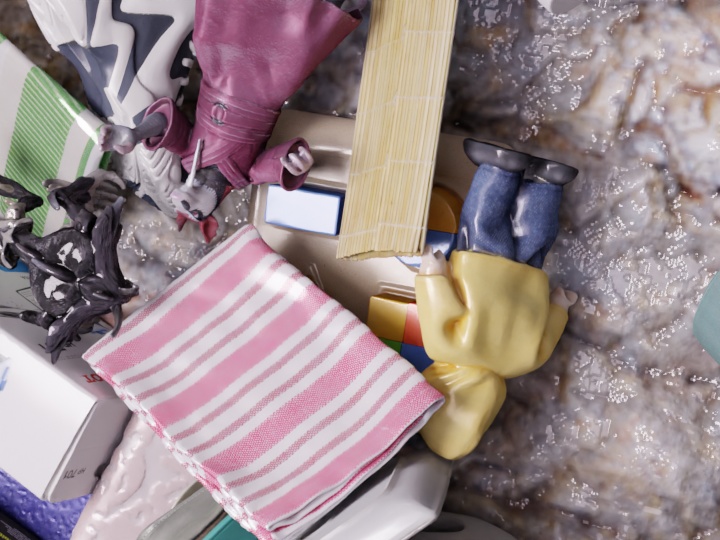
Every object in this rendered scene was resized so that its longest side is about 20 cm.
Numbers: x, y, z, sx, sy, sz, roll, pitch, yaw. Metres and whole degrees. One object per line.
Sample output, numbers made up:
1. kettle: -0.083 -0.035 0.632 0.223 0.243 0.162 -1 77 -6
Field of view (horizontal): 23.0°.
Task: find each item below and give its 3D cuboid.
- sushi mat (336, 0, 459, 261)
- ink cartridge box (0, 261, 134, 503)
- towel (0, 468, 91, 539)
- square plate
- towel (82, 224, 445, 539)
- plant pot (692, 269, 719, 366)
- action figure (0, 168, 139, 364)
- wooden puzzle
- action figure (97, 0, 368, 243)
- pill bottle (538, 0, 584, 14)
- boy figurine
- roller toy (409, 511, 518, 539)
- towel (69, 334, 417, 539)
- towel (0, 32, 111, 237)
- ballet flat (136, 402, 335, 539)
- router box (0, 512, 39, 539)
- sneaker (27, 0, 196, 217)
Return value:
1. sushi mat: 0.026 -0.106 1.133 0.096 0.012 0.200 -1 80 59
2. ink cartridge box: -0.238 0.065 1.231 0.200 0.146 0.086 32 101 18
3. towel: -0.264 0.202 1.297 0.148 0.050 0.200 32 101 11
4. square plate: -0.032 0.175 1.084 0.198 0.200 0.028 -35 90 7
5. towel: -0.063 0.066 1.115 0.146 0.030 0.200 -39 60 -17
6. plant pot: 0.308 0.049 1.007 0.196 0.200 0.200 46 105 22
7. action figure: -0.200 -0.015 1.174 0.200 0.102 0.119 31 106 31
8. wooden puzzle: 0.000 0.000 1.193 0.185 0.046 0.200 11 94 21
9. action figure: -0.086 -0.116 1.175 0.134 0.149 0.200 22 111 -4
10. pill bottle: 0.084 -0.261 1.128 0.109 0.109 0.200 -45 75 15
11. boy figurine: 0.084 0.022 1.130 0.064 0.124 0.200 21 100 57
12. roller toy: 0.045 0.253 1.126 0.200 0.140 0.183 31 105 8
13. towel: -0.082 0.165 1.196 0.191 0.032 0.200 26 101 -7
14. towel: -0.257 -0.108 1.266 0.200 0.023 0.153 43 139 17
15. ballet flat: -0.060 0.130 1.135 0.200 0.067 0.064 -38 41 -17
16. router box: -0.245 0.273 1.238 0.200 0.062 0.150 37 100 -6
17. sneaker: -0.131 -0.145 1.228 0.130 0.079 0.199 -37 111 -22
